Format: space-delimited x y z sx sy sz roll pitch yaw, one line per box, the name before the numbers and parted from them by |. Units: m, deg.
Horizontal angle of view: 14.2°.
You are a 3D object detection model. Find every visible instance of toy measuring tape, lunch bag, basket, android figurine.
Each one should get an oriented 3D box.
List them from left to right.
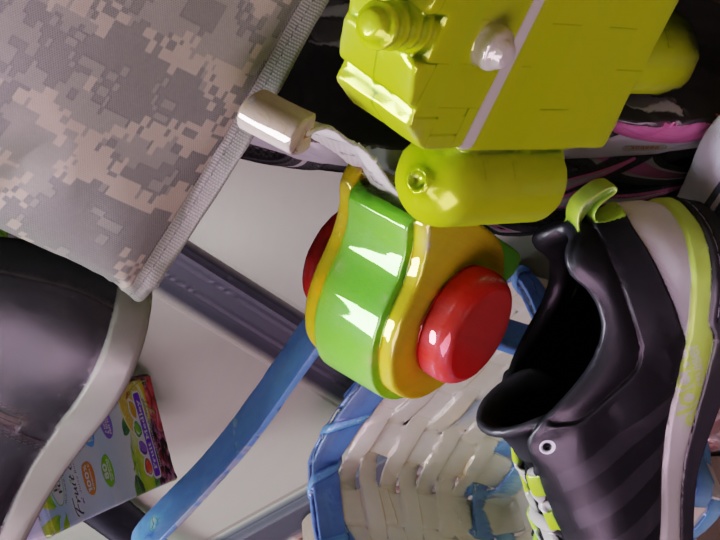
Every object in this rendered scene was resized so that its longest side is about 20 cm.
lunch bag | -0.092 -0.121 0.898 0.164 0.118 0.200 27 106 -29
toy measuring tape | 0.000 0.000 0.958 0.073 0.074 0.200 -17 160 19
basket | 0.031 0.078 1.133 0.200 0.139 0.176 14 134 -30
android figurine | 0.063 -0.096 0.898 0.200 0.041 0.182 -3 124 -59

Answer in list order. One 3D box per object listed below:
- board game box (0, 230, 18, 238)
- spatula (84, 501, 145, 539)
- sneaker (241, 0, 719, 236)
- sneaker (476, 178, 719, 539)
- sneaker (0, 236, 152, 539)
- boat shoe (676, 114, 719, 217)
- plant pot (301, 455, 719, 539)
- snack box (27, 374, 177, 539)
board game box | -0.192 -0.061 0.989 0.048 0.102 0.200 -25 135 27
spatula | -0.084 0.129 1.284 0.200 0.021 0.057 41 83 -33
sneaker | 0.039 -0.046 1.030 0.200 0.080 0.086 4 143 -5
sneaker | 0.072 0.061 1.009 0.083 0.072 0.200 2 109 -26
sneaker | -0.158 0.050 0.998 0.106 0.075 0.200 21 129 -18
boat shoe | 0.154 0.007 1.045 0.071 0.091 0.200 -27 162 -12
plant pot | 0.091 0.221 1.285 0.199 0.177 0.200 -8 140 10
snack box | -0.192 0.095 1.163 0.200 0.053 0.142 -15 -178 16
